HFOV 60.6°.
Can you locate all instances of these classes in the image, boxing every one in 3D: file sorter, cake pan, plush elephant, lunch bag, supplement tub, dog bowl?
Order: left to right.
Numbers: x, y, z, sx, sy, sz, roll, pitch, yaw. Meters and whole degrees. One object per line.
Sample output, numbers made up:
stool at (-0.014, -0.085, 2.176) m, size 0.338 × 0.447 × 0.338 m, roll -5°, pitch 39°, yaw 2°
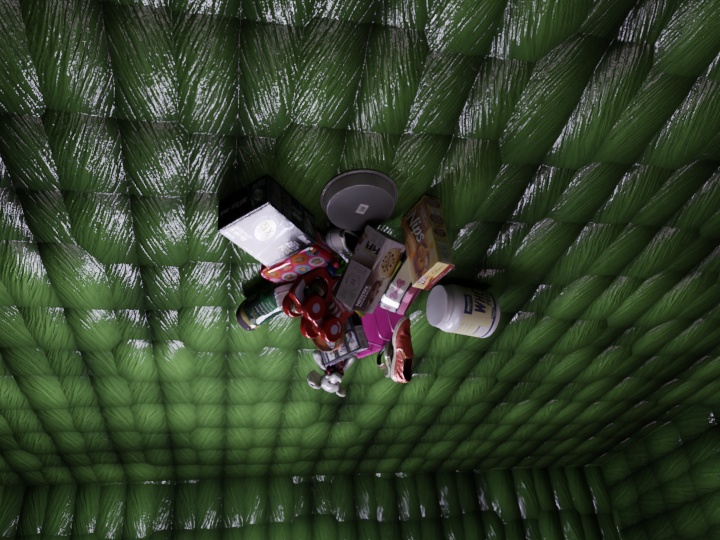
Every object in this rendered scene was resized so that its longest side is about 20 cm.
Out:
lunch bag at (-0.159, -0.026, 1.670) m, size 0.196 × 0.084 × 0.175 m, roll -24°, pitch 146°, yaw 26°
plush elephant at (-0.098, 0.349, 2.151) m, size 0.160 × 0.159 × 0.201 m, roll 11°, pitch 142°, yaw -25°
cake pan at (-0.001, -0.166, 1.522) m, size 0.194 × 0.038 × 0.202 m, roll -5°, pitch 146°, yaw -3°
file sorter at (0.032, 0.167, 1.897) m, size 0.196 × 0.143 × 0.125 m, roll -24°, pitch 158°, yaw 24°
dog bowl at (0.132, 0.032, 1.686) m, size 0.073 × 0.201 × 0.202 m, roll 33°, pitch 144°, yaw 9°
supplement tub at (0.316, 0.123, 1.901) m, size 0.195 × 0.148 × 0.145 m, roll 11°, pitch 143°, yaw -24°

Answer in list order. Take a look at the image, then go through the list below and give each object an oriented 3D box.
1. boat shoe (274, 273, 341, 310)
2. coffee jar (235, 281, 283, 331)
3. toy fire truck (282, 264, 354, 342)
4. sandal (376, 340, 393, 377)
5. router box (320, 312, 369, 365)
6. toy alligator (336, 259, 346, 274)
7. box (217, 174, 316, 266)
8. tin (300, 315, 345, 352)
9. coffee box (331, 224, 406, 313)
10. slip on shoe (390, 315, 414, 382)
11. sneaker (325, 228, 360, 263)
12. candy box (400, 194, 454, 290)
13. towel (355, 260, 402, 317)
boat shoe at (-0.136, 0.064, 1.681) m, size 0.194 × 0.072 × 0.071 m, roll -13°, pitch 162°, yaw -4°
coffee jar at (-0.275, 0.097, 1.798) m, size 0.198 × 0.105 × 0.086 m, roll -32°, pitch 109°, yaw 32°
toy fire truck at (-0.099, 0.079, 1.614) m, size 0.110 × 0.169 × 0.202 m, roll 3°, pitch 138°, yaw 47°
sandal at (0.076, 0.266, 1.894) m, size 0.055 × 0.082 × 0.203 m, roll 3°, pitch 151°, yaw 6°
router box at (-0.071, 0.162, 1.843) m, size 0.147 × 0.205 × 0.051 m, roll -27°, pitch 166°, yaw 30°
toy alligator at (0.000, 0.000, 1.759) m, size 0.196 × 0.059 × 0.056 m, roll 13°, pitch 100°, yaw -39°
box at (-0.227, -0.115, 1.514) m, size 0.160 × 0.088 × 0.200 m, roll -23°, pitch 143°, yaw 22°
tin at (-0.115, 0.143, 1.819) m, size 0.112 × 0.203 × 0.041 m, roll -43°, pitch 158°, yaw 32°
coffee box at (0.023, 0.000, 1.581) m, size 0.112 × 0.079 × 0.204 m, roll 17°, pitch 103°, yaw -57°
slip on shoe at (0.131, 0.234, 1.807) m, size 0.060 × 0.207 × 0.073 m, roll 13°, pitch -165°, yaw 38°
sneaker at (-0.008, -0.048, 1.647) m, size 0.070 × 0.075 × 0.198 m, roll -1°, pitch 156°, yaw 44°
candy box at (0.164, -0.071, 1.540) m, size 0.054 × 0.205 × 0.115 m, roll 13°, pitch 143°, yaw -29°
towel at (0.057, 0.053, 1.789) m, size 0.200 × 0.018 × 0.086 m, roll -44°, pitch 145°, yaw 5°
